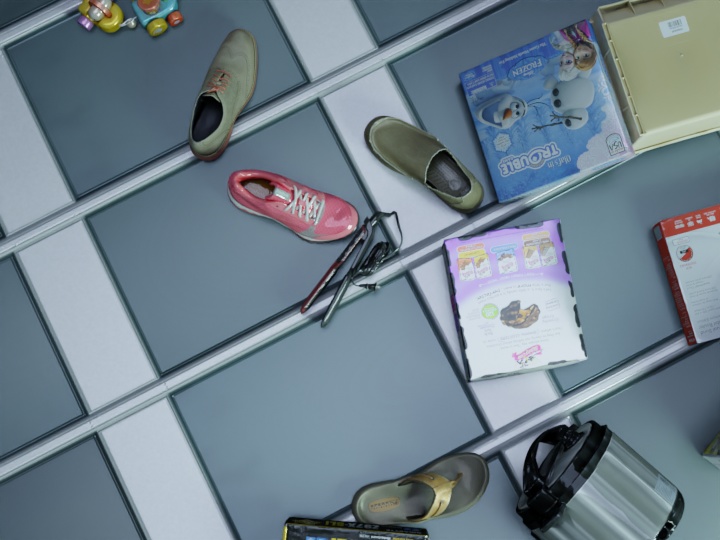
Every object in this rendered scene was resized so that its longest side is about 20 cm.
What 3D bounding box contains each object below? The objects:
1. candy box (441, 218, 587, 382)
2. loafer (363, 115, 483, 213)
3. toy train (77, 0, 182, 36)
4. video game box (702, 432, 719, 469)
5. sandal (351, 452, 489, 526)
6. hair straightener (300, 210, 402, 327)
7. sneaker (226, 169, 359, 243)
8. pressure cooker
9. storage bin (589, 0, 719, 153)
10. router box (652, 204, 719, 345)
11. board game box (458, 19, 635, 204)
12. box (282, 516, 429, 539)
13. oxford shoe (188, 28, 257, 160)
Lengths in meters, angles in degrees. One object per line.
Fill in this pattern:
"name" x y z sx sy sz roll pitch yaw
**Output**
"candy box" 0.212 0.044 1.638 0.166 0.072 0.202 -10 81 -1
"loafer" 0.093 -0.159 1.671 0.199 0.067 0.076 33 84 5
"toy train" -0.351 -0.424 1.722 0.198 0.056 0.152 9 82 3
"video game box" 0.555 0.185 1.558 0.047 0.182 0.200 40 85 2
"sandal" 0.084 0.308 1.611 0.198 0.054 0.081 -15 82 -1
"hair straightener" 0.000 0.000 1.670 0.077 0.041 0.201 35 80 5
"sneaker" -0.099 -0.092 1.655 0.199 0.087 0.074 18 84 3
"pressure cooker" 0.303 0.296 1.549 0.200 0.176 0.179 40 81 2
"storage bin" 0.440 -0.290 1.662 0.198 0.094 0.200 -16 81 -7
"router box" 0.536 -0.007 1.652 0.198 0.049 0.181 -16 82 -2
"board game box" 0.260 -0.221 1.652 0.199 0.043 0.201 -21 82 23
"box" -0.011 0.425 1.589 0.198 0.049 0.161 5 90 2
"oxford shoe" -0.196 -0.259 1.685 0.070 0.075 0.202 14 82 4
